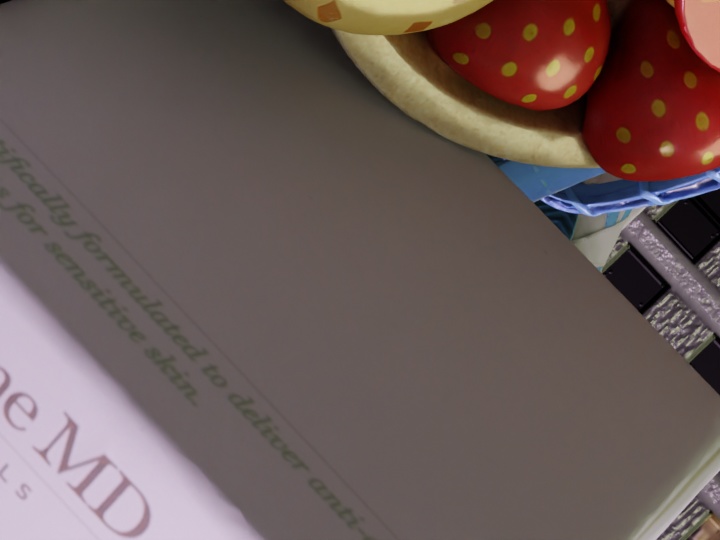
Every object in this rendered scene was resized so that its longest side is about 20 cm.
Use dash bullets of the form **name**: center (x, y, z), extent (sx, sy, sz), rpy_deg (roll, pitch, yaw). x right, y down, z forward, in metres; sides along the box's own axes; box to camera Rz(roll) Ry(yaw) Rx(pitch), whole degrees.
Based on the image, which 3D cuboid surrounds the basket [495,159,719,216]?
- **basket**: center (0.094, -0.085, 0.964), extent (0.176, 0.139, 0.200), rpy_deg (-21, -160, 41)

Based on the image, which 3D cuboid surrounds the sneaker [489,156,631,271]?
- **sneaker**: center (0.077, -0.030, 1.212), extent (0.200, 0.076, 0.081), rpy_deg (-52, 160, -40)

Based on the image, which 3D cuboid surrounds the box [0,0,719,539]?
- **box**: center (-0.051, 0.050, 0.728), extent (0.171, 0.199, 0.200), rpy_deg (-47, 174, 30)

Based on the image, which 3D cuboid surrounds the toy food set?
- **toy food set**: center (0.077, -0.108, 0.710), extent (0.198, 0.200, 0.049), rpy_deg (-40, -143, 10)

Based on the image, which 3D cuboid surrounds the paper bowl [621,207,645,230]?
- **paper bowl**: center (0.033, -0.013, 1.340), extent (0.200, 0.104, 0.201), rpy_deg (-41, 180, 0)
